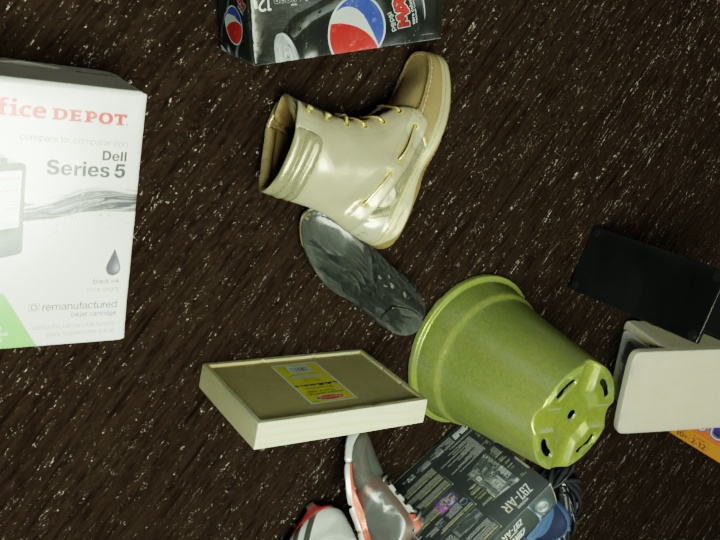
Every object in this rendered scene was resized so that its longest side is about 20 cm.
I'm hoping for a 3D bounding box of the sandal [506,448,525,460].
[{"bbox_3d":[0.234,0.184,1.085,0.080,0.054,0.201,14,115,-33],"label":"sandal"}]

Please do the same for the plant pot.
[{"bbox_3d":[0.187,0.131,0.935,0.198,0.184,0.203,-15,119,-30],"label":"plant pot"}]

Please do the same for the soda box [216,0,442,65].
[{"bbox_3d":[-0.023,-0.230,0.694,0.198,0.071,0.064,-18,123,-29],"label":"soda box"}]

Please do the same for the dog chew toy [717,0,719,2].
[{"bbox_3d":[0.480,-0.429,0.951,0.123,0.124,0.203,-7,106,-34],"label":"dog chew toy"}]

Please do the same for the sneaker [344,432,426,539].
[{"bbox_3d":[0.033,0.275,0.902,0.081,0.077,0.203,-14,81,5],"label":"sneaker"}]

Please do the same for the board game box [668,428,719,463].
[{"bbox_3d":[0.630,0.184,1.273,0.198,0.199,0.203,-8,115,-32],"label":"board game box"}]

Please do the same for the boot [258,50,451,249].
[{"bbox_3d":[-0.004,-0.140,0.749,0.154,0.073,0.202,23,86,-31],"label":"boot"}]

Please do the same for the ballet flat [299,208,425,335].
[{"bbox_3d":[0.000,0.000,0.839,0.066,0.057,0.200,-33,126,15],"label":"ballet flat"}]

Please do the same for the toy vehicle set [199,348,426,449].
[{"bbox_3d":[-0.047,0.124,0.799,0.198,0.124,0.027,-1,111,-35],"label":"toy vehicle set"}]

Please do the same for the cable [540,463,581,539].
[{"bbox_3d":[0.285,0.384,1.205,0.162,0.051,0.202,30,89,-39],"label":"cable"}]

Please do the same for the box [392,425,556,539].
[{"bbox_3d":[0.115,0.296,0.970,0.199,0.160,0.044,-39,128,-17],"label":"box"}]

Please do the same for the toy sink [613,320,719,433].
[{"bbox_3d":[0.447,0.152,1.168,0.197,0.112,0.132,-1,111,-15],"label":"toy sink"}]

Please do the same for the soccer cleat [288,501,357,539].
[{"bbox_3d":[-0.080,0.361,0.904,0.200,0.085,0.069,-49,130,-8],"label":"soccer cleat"}]

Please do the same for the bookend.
[{"bbox_3d":[0.423,0.035,1.056,0.199,0.198,0.093,18,97,-40],"label":"bookend"}]

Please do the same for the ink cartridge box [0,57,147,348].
[{"bbox_3d":[-0.251,-0.050,0.597,0.144,0.084,0.203,-2,111,-35],"label":"ink cartridge box"}]

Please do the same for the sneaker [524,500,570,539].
[{"bbox_3d":[0.218,0.332,1.086,0.199,0.082,0.075,27,88,-23],"label":"sneaker"}]
